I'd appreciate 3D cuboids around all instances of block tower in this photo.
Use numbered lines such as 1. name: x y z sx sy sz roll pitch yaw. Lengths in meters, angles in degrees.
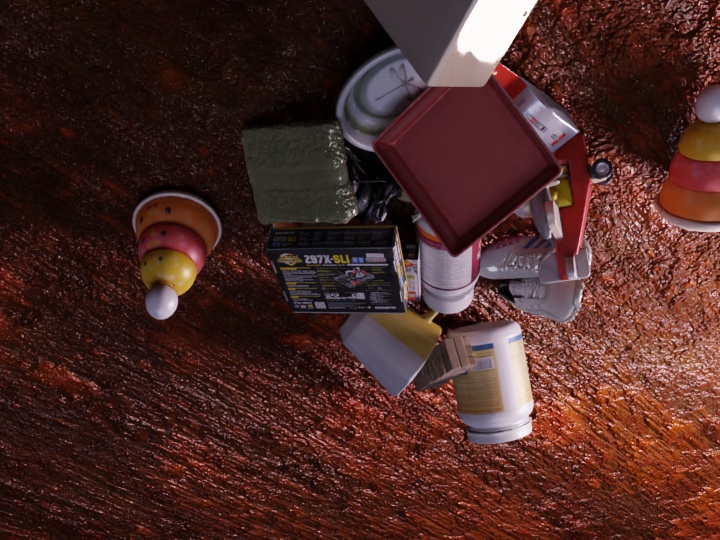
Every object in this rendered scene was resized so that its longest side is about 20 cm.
1. block tower: 0.145 0.171 1.396 0.053 0.059 0.200 -10 164 -18

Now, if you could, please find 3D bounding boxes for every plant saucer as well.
1. plant saucer: 0.142 -0.155 1.041 0.199 0.037 0.201 -39 86 31
2. plant saucer: 0.056 -0.247 1.057 0.195 0.051 0.202 -14 149 -8

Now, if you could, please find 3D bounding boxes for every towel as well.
1. towel: -0.091 -0.140 1.101 0.197 0.036 0.152 2 110 40

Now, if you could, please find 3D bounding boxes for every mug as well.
1. mug: 0.054 0.105 1.400 0.152 0.188 0.150 36 158 0

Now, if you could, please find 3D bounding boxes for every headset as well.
1. headset: -0.019 -0.108 1.147 0.123 0.096 0.198 33 160 -35

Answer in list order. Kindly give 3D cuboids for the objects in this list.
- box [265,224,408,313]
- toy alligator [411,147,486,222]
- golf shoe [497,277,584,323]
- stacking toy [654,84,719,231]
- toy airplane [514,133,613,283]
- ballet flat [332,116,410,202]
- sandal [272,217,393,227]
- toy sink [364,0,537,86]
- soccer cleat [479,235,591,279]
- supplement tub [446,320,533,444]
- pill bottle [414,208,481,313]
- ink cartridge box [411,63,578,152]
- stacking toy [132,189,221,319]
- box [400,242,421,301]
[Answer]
1. box: -0.031 0.001 1.188 0.195 0.050 0.161 -1 139 13
2. toy alligator: 0.132 -0.145 1.108 0.199 0.059 0.055 -37 84 32
3. golf shoe: 0.303 0.044 1.319 0.095 0.080 0.200 12 172 -15
4. stacking toy: 0.517 -0.173 1.137 0.142 0.147 0.204 -5 120 3
5. toy airplane: 0.294 -0.079 1.170 0.138 0.201 0.203 13 138 18
6. ballet flat: 0.022 -0.158 1.166 0.066 0.058 0.199 -32 130 29
7. sandal: -0.042 -0.065 1.260 0.201 0.060 0.080 5 137 -7
8. toy sink: 0.096 -0.337 0.921 0.110 0.202 0.131 -10 146 -38
9. soccer cleat: 0.291 -0.022 1.295 0.195 0.087 0.071 -11 110 3
10. supplement tub: 0.242 0.204 1.435 0.141 0.205 0.145 -10 -179 0
11. pill bottle: 0.144 -0.030 1.268 0.107 0.111 0.202 -5 137 2
12. ink cartridge box: 0.195 -0.198 1.106 0.198 0.051 0.162 16 136 -43
13. stacking toy: -0.294 -0.011 1.201 0.142 0.203 0.148 -2 138 -2
14. box: 0.000 0.000 1.250 0.195 0.035 0.111 2 142 9
